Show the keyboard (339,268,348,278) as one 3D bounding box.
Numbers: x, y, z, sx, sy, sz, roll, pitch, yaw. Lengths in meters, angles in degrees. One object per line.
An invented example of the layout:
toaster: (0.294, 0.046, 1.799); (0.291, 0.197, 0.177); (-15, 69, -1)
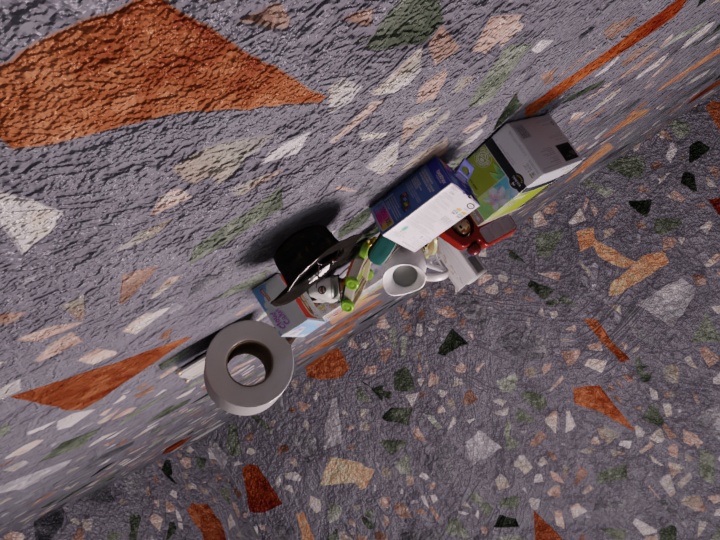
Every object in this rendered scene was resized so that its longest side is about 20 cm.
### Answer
keyboard: (0.013, -0.037, 1.533); (0.056, 0.011, 0.200); (-30, 172, -45)

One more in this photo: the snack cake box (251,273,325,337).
snack cake box: (-0.148, 0.080, 1.269); (0.067, 0.115, 0.200); (-33, 170, 3)

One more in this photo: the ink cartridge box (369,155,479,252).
ink cartridge box: (0.138, -0.133, 1.144); (0.200, 0.076, 0.136); (-35, 151, 22)

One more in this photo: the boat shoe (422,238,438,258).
boat shoe: (0.179, -0.077, 1.699); (0.063, 0.073, 0.201); (0, 171, -6)

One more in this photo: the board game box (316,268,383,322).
board game box: (-0.027, 0.072, 1.641); (0.200, 0.034, 0.134); (-32, 170, -4)

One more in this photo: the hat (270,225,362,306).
hat: (-0.095, -0.025, 1.034); (0.201, 0.081, 0.201); (-39, 176, -3)

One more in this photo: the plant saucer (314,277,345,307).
plant saucer: (-0.072, 0.068, 1.693); (0.200, 0.037, 0.200); (-32, 171, -6)

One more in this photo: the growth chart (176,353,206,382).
growth chart: (-0.410, 0.247, 1.551); (0.145, 0.018, 0.200); (-31, 170, -15)

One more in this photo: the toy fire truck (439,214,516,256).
toy fire truck: (0.264, -0.125, 1.412); (0.200, 0.168, 0.112); (-28, 169, -28)

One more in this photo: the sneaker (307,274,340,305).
sneaker: (-0.092, 0.046, 1.454); (0.088, 0.074, 0.200); (-6, 173, 0)

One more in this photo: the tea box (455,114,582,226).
tea box: (0.332, -0.217, 1.278); (0.200, 0.134, 0.197); (-22, 165, -46)

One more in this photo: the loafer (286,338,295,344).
loafer: (-0.224, 0.196, 1.733); (0.200, 0.071, 0.073); (-26, 168, -36)

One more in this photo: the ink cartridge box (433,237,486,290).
ink cartridge box: (0.268, -0.049, 1.708); (0.044, 0.200, 0.174); (-31, 171, -13)

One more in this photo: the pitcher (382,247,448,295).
pitcher: (0.143, -0.007, 1.572); (0.171, 0.121, 0.200); (-3, -162, 4)

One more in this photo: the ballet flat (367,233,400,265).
ballet flat: (0.084, -0.096, 1.286); (0.200, 0.068, 0.068); (-47, -176, 23)

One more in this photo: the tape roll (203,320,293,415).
tape roll: (-0.266, 0.232, 1.390); (0.203, 0.203, 0.139); (-28, 169, -24)

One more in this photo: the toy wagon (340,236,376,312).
toy wagon: (0.000, 0.000, 1.416); (0.155, 0.040, 0.200); (-58, 164, -51)
